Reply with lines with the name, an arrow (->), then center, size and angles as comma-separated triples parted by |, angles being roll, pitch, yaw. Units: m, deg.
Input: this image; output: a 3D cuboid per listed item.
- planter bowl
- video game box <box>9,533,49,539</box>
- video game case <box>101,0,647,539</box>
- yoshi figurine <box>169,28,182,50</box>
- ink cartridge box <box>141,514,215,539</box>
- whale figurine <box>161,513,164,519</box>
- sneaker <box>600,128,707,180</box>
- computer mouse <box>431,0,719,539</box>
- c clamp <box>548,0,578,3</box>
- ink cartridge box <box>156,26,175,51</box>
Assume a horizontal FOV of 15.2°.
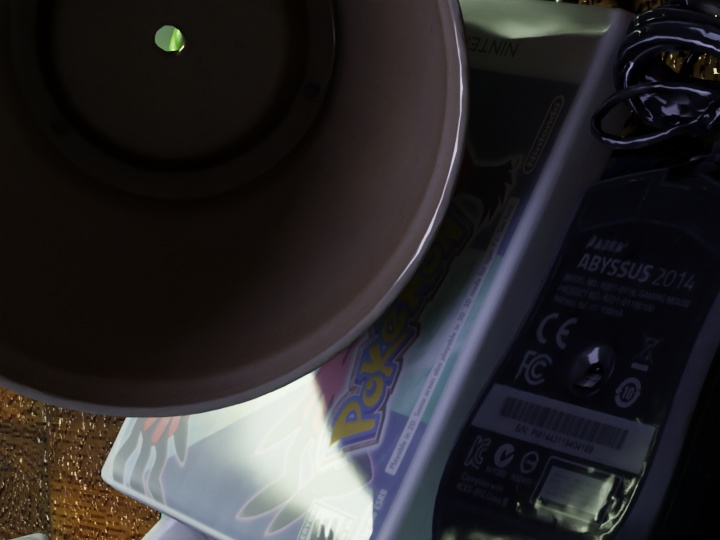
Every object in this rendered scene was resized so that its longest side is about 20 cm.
planter bowl -> -0.064, -0.067, 0.860 | 0.135, 0.199, 0.202 | -81, -7, -78
video game box -> -0.099, 0.223, 0.910 | 0.201, 0.047, 0.183 | 57, 143, 30
video game case -> 0.000, 0.000, 0.890 | 0.182, 0.023, 0.201 | 16, 80, 58
yoshi figurine -> -0.039, -0.041, 1.028 | 0.112, 0.199, 0.113 | 0, 82, 55
ink cartridge box -> -0.052, 0.179, 1.015 | 0.145, 0.085, 0.200 | 46, 124, 6
whale figurine -> -0.012, 0.135, 1.073 | 0.159, 0.103, 0.201 | -47, 59, 49
sneaker -> 0.074, 0.035, 0.907 | 0.089, 0.078, 0.201 | 48, 134, 25
computer mouse -> 0.093, 0.024, 0.766 | 0.138, 0.053, 0.201 | 21, 79, 51
c clamp -> 0.022, -0.129, 0.987 | 0.171, 0.027, 0.200 | -47, 48, 11
ink cartridge box -> -0.055, -0.092, 1.139 | 0.200, 0.116, 0.068 | 144, 132, -66
